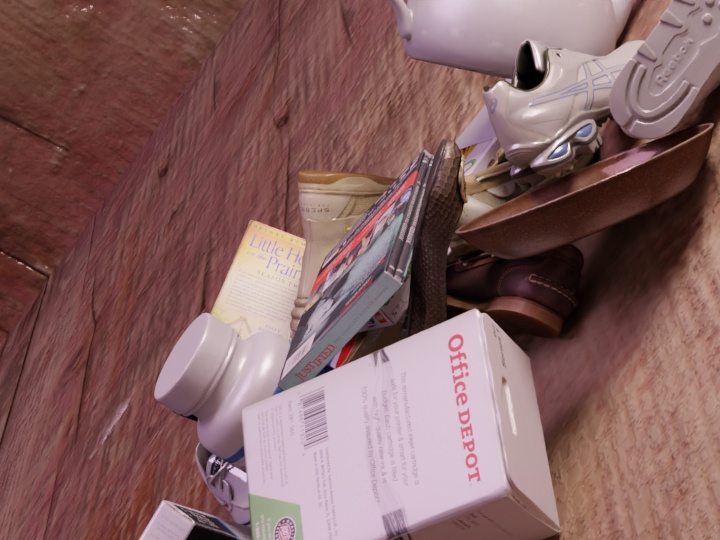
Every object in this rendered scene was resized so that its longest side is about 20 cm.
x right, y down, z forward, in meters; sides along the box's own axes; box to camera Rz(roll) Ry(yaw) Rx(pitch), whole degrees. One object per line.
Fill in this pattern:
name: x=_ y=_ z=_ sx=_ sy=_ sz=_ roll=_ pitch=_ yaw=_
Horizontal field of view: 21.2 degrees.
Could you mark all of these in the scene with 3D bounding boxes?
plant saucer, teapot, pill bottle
plant saucer: x=0.166 y=-0.051 z=1.377 sx=0.200 sy=0.037 sz=0.200 roll=-23 pitch=5 yaw=2
teapot: x=0.130 y=-0.239 z=1.647 sx=0.200 sy=0.197 sz=0.147 roll=-2 pitch=-77 yaw=-63
pill bottle: x=-0.063 y=0.119 z=1.573 sx=0.112 sy=0.200 sz=0.112 roll=-51 pitch=17 yaw=22

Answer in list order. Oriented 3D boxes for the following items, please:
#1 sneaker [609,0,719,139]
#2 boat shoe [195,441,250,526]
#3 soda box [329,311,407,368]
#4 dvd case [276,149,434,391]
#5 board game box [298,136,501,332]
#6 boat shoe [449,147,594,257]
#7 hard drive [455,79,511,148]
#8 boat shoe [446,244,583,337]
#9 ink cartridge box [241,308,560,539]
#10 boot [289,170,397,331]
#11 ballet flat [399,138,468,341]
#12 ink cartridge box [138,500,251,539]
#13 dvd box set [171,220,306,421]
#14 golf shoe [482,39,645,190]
sneaker: x=0.261 y=-0.179 z=1.422 sx=0.200 sy=0.076 sz=0.080 roll=-45 pitch=-12 yaw=10
boat shoe: x=-0.118 y=0.200 z=1.826 sx=0.074 sy=0.067 sz=0.200 roll=-60 pitch=16 yaw=-9
soda box: x=-0.011 y=0.115 z=1.675 sx=0.200 sy=0.064 sz=0.068 roll=-56 pitch=15 yaw=5
dvd case: x=0.000 y=0.000 z=1.543 sx=0.146 sy=0.022 sz=0.200 roll=-47 pitch=12 yaw=30
board game box: x=0.042 y=-0.027 z=1.651 sx=0.200 sy=0.035 sz=0.126 roll=-52 pitch=18 yaw=-27
boat shoe: x=0.124 y=-0.082 z=1.548 sx=0.073 sy=0.063 sz=0.201 roll=-22 pitch=13 yaw=48
hard drive: x=0.134 y=-0.113 z=1.746 sx=0.132 sy=0.026 sz=0.200 roll=-51 pitch=17 yaw=23
boat shoe: x=0.111 y=0.012 z=1.500 sx=0.200 sy=0.070 sz=0.071 roll=0 pitch=66 yaw=61
ink cartridge box: x=0.025 y=0.135 z=1.305 sx=0.199 sy=0.084 sz=0.147 roll=-23 pitch=52 yaw=23
boot: x=0.009 y=-0.008 z=1.763 sx=0.073 sy=0.200 sz=0.156 roll=4 pitch=90 yaw=34
ballet flat: x=0.061 y=-0.002 z=1.454 sx=0.067 sy=0.046 sz=0.201 roll=-65 pitch=-15 yaw=-69
ink cartridge box: x=-0.151 y=0.295 z=1.566 sx=0.043 sy=0.198 sz=0.200 roll=34 pitch=91 yaw=30
dvd box set: x=-0.073 y=0.066 z=1.791 sx=0.029 sy=0.146 sz=0.201 roll=102 pitch=-171 yaw=-67
golf shoe: x=0.171 y=-0.151 z=1.515 sx=0.078 sy=0.097 sz=0.200 roll=-25 pitch=12 yaw=46
